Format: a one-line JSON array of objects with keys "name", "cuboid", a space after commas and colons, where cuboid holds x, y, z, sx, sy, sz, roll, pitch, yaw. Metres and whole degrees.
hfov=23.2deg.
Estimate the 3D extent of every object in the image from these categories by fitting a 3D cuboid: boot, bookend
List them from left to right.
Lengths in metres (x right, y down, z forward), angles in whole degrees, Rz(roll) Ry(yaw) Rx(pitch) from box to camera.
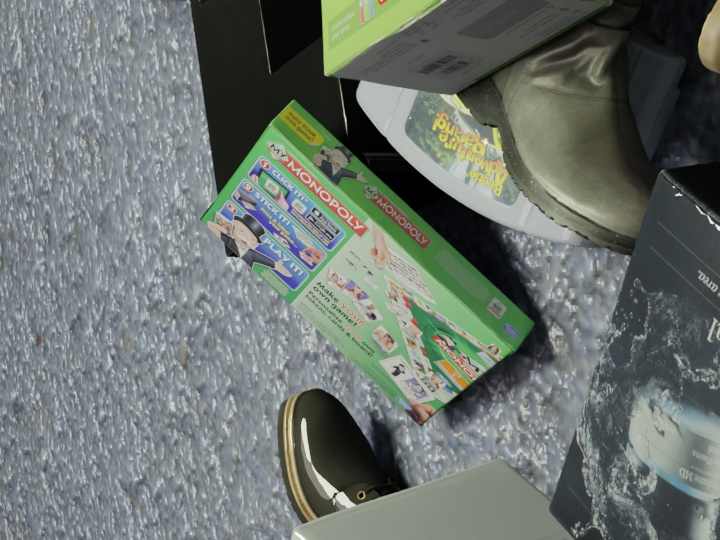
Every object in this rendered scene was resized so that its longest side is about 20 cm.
[{"name": "bookend", "cuboid": [-0.023, -0.131, 1.179, 0.198, 0.091, 0.202, -28, 68, 55]}, {"name": "boot", "cuboid": [0.028, 0.154, 1.157, 0.138, 0.077, 0.202, -38, 74, 50]}, {"name": "boot", "cuboid": [0.119, -0.105, 0.876, 0.131, 0.067, 0.200, -64, 37, 26]}]

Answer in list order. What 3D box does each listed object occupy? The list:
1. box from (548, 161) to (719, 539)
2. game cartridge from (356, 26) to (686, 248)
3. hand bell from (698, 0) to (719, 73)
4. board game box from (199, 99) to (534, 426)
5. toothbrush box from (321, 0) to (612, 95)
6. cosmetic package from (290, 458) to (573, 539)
[{"name": "box", "cuboid": [0.205, 0.084, 0.795, 0.197, 0.116, 0.202, 48, 134, 46]}, {"name": "game cartridge", "cuboid": [0.083, -0.102, 1.002, 0.199, 0.041, 0.134, 36, 119, 35]}, {"name": "hand bell", "cuboid": [0.247, -0.055, 0.757, 0.201, 0.103, 0.104, 55, 139, 24]}, {"name": "board game box", "cuboid": [0.000, 0.000, 1.099, 0.200, 0.029, 0.135, 43, 145, -2]}, {"name": "toothbrush box", "cuboid": [0.046, -0.209, 0.886, 0.145, 0.085, 0.202, -25, 65, 57]}, {"name": "cosmetic package", "cuboid": [0.068, 0.241, 0.963, 0.200, 0.165, 0.169, 37, 126, 37]}]
